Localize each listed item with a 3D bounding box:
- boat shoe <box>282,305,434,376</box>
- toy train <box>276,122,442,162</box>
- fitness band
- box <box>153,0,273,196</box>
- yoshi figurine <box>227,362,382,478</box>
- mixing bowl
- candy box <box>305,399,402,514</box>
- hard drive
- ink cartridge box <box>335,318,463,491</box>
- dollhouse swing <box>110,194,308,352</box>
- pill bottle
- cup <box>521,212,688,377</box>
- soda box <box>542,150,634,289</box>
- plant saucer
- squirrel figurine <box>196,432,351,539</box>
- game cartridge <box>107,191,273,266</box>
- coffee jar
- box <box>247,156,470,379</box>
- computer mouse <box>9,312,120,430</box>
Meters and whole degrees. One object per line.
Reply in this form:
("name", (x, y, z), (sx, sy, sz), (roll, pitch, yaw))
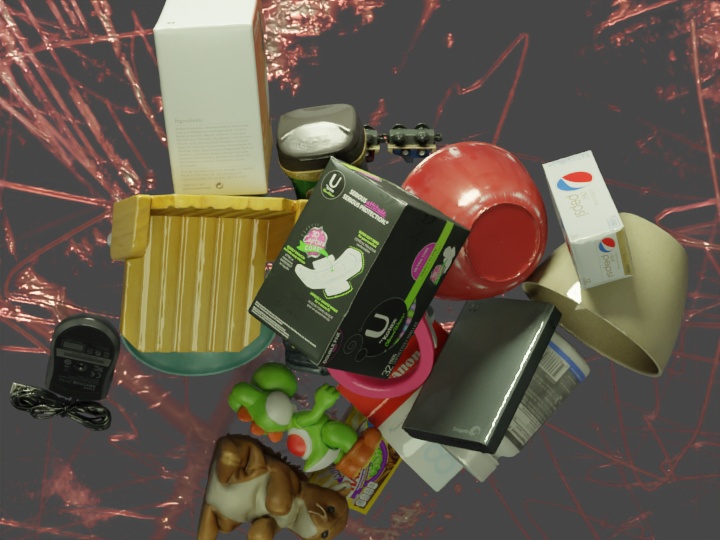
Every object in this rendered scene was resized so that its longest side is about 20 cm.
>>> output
("boat shoe", (-0.004, 0.083, 1.685), (0.200, 0.071, 0.091), (0, 117, 7))
("toy train", (-0.002, -0.150, 1.577), (0.200, 0.034, 0.046), (-1, 122, 0))
("fitness band", (0.013, 0.074, 1.614), (0.143, 0.037, 0.200), (-17, 121, 14))
("box", (-0.160, -0.204, 1.476), (0.106, 0.152, 0.200), (-2, 119, 1))
("yoshi figurine", (-0.071, 0.183, 1.713), (0.200, 0.112, 0.113), (28, 101, -7))
("mixing bowl", (0.146, -0.046, 1.557), (0.200, 0.108, 0.201), (-5, 106, -18))
("candy box", (0.010, 0.240, 1.792), (0.102, 0.026, 0.200), (25, 115, -12))
("hard drive", (0.149, 0.125, 1.608), (0.139, 0.200, 0.033), (4, 148, 46))
("ink cartridge box", (0.092, 0.170, 1.721), (0.160, 0.047, 0.200), (-44, 113, 2))
("dollhouse swing", (-0.175, 0.008, 1.497), (0.200, 0.182, 0.176), (2, 88, -22))
("pill bottle", (0.185, 0.163, 1.660), (0.200, 0.114, 0.114), (-47, 112, -4))
("cup", (0.319, 0.015, 1.602), (0.200, 0.200, 0.143), (37, 83, -19))
("soda box", (0.265, -0.063, 1.534), (0.064, 0.200, 0.068), (-16, 120, 7))
("plant saucer", (-0.203, 0.057, 1.655), (0.200, 0.036, 0.200), (-6, 137, -5))
("squirrel figurine", (-0.108, 0.290, 1.730), (0.186, 0.200, 0.142), (14, 101, -9))
("game cartridge", (-0.193, -0.043, 1.614), (0.200, 0.041, 0.133), (-28, 124, 16))
("coffee jar", (-0.033, -0.104, 1.541), (0.104, 0.085, 0.200), (-6, 138, 8))
("box", (0.000, 0.000, 1.464), (0.148, 0.124, 0.200), (17, 105, -55))
("computer mouse", (-0.369, 0.119, 1.708), (0.138, 0.053, 0.200), (18, 129, -13))
